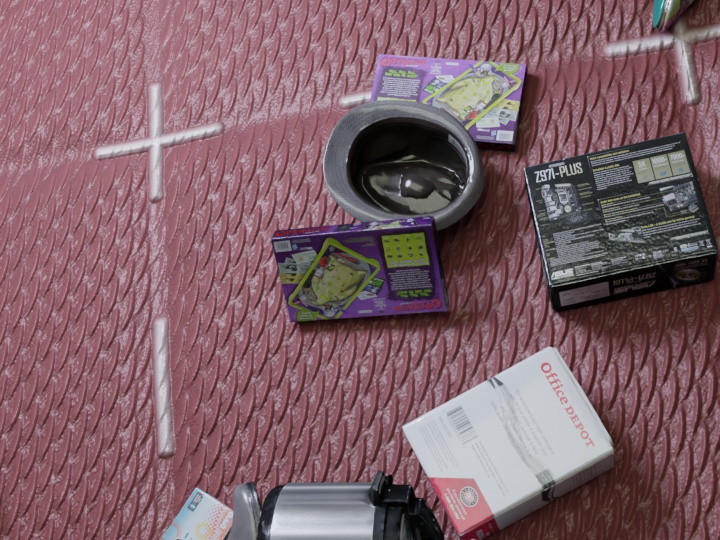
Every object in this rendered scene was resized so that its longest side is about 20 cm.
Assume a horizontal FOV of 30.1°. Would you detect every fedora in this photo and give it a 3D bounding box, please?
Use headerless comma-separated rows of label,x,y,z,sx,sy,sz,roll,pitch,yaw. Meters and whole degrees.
fedora,0.056,-0.118,1.686,0.199,0.090,0.178,7,71,6

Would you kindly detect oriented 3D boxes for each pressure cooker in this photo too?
pressure cooker,-0.003,0.315,1.467,0.199,0.176,0.179,-1,64,11

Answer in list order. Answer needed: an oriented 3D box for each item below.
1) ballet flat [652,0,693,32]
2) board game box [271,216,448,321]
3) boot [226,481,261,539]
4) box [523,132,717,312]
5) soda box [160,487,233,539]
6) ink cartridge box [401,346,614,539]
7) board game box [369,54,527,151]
ballet flat,0.418,-0.401,1.749,0.071,0.069,0.201,7,67,-6
board game box,0.000,0.000,1.632,0.199,0.120,0.032,-4,24,13
boot,-0.170,0.337,1.493,0.131,0.070,0.201,-1,76,-4
box,0.309,-0.057,1.606,0.199,0.086,0.164,-13,65,7
soda box,-0.213,0.358,1.556,0.068,0.064,0.200,29,75,22
ink cartridge box,0.171,0.201,1.527,0.200,0.083,0.146,-28,64,-1
board game box,0.112,-0.220,1.753,0.199,0.032,0.120,7,73,14
